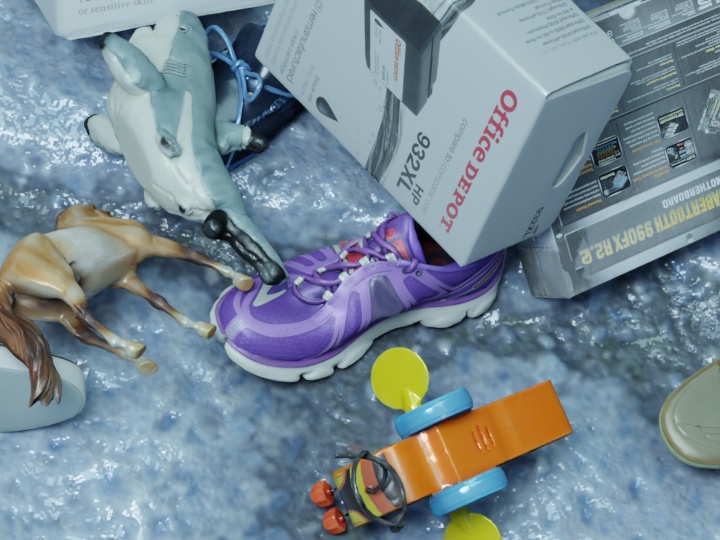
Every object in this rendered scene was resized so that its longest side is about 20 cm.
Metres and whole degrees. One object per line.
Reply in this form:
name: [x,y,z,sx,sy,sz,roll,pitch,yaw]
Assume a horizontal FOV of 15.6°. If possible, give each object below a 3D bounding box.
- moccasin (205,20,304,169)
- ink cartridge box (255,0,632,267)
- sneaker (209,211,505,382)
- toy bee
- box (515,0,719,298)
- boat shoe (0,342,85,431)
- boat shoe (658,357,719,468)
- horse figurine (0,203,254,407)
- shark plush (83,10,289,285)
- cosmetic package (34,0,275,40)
moccasin: [-0.065,-0.133,1.684,0.080,0.068,0.200,40,58,16]
ink cartridge box: [0.046,-0.126,1.566,0.083,0.145,0.200,-23,60,-41]
sneaker: [0.000,0.000,1.594,0.199,0.084,0.081,-21,61,-24]
toy bee: [0.026,0.108,1.518,0.199,0.108,0.132,12,60,-43]
box: [0.176,-0.091,1.667,0.199,0.048,0.159,-24,103,-26]
boat shoe: [-0.255,0.044,1.512,0.199,0.071,0.064,7,54,-5]
boat shoe: [0.270,0.076,1.624,0.200,0.063,0.073,-24,74,-19]
horse figurine: [-0.154,0.009,1.520,0.132,0.050,0.200,29,30,16]
shark plush: [-0.094,-0.080,1.586,0.083,0.091,0.200,-17,47,-26]
cosmetic package: [-0.143,-0.281,1.667,0.165,0.201,0.167,-12,34,-20]
